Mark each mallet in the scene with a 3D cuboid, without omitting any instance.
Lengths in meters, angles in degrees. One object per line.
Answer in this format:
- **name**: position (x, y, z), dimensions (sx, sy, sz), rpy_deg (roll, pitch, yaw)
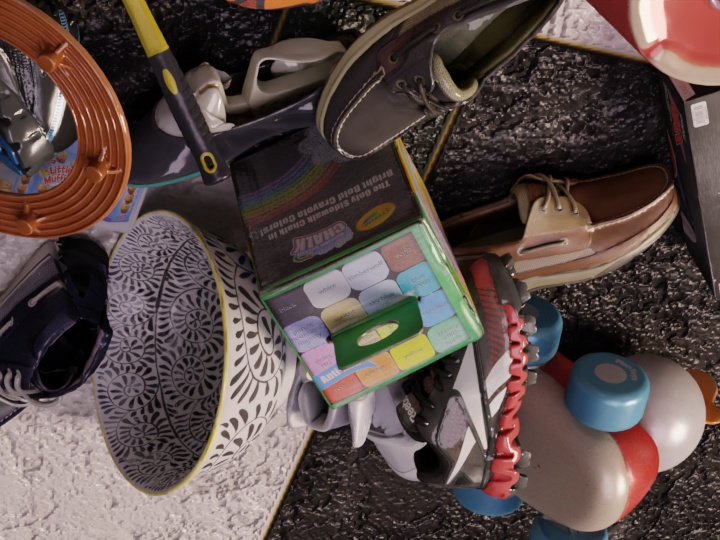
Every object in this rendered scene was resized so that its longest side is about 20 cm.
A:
- **mallet**: position (-0.124, -0.151, 1.204), dimensions (0.066, 0.041, 0.200), rpy_deg (-30, 106, 9)

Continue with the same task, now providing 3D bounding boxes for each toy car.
- **toy car**: position (0.196, 0.111, 1.496), dimensions (0.200, 0.177, 0.185), rpy_deg (-19, 132, -37)

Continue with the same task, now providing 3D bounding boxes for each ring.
- **ring**: position (-0.238, -0.097, 1.183), dimensions (0.200, 0.019, 0.201), rpy_deg (14, 134, 16)

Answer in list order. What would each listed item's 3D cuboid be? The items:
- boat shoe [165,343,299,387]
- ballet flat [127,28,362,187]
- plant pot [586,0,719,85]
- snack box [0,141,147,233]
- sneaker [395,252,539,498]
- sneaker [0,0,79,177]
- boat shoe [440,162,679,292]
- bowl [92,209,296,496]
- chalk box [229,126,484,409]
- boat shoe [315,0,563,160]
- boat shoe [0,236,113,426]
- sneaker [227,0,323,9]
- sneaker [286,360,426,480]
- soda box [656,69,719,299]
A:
- **boat shoe**: position (-0.107, 0.086, 1.428), dimensions (0.199, 0.066, 0.075), rpy_deg (-24, 129, 6)
- **ballet flat**: position (-0.079, -0.117, 1.267), dimensions (0.200, 0.073, 0.073), rpy_deg (-18, 131, -8)
- **plant pot**: position (0.210, -0.222, 1.184), dimensions (0.200, 0.177, 0.201), rpy_deg (-7, 130, -8)
- **snack box**: position (-0.243, -0.077, 1.287), dimensions (0.200, 0.024, 0.072), rpy_deg (11, 123, -22)
- **sneaker**: position (0.076, 0.081, 1.374), dimensions (0.098, 0.071, 0.201), rpy_deg (-2, 118, -8)
- **sneaker**: position (-0.231, -0.161, 1.206), dimensions (0.082, 0.073, 0.200), rpy_deg (-36, 130, -22)
- **boat shoe**: position (0.136, -0.032, 1.389), dimensions (0.200, 0.076, 0.074), rpy_deg (-24, 127, 5)
- **bowl**: position (-0.106, 0.058, 1.334), dimensions (0.094, 0.201, 0.201), rpy_deg (2, 129, -33)
- **chalk box**: position (0.000, 0.000, 1.296), dimensions (0.124, 0.200, 0.124), rpy_deg (-24, 130, 6)
- **boat shoe**: position (0.050, -0.136, 1.212), dimensions (0.201, 0.066, 0.072), rpy_deg (-42, 135, 22)
- **boat shoe**: position (-0.248, 0.072, 1.363), dimensions (0.075, 0.093, 0.200), rpy_deg (22, 120, -29)
- **sneaker**: position (-0.028, -0.245, 1.183), dimensions (0.200, 0.078, 0.112), rpy_deg (-37, 138, 18)
- **sneaker**: position (0.003, 0.107, 1.434), dimensions (0.075, 0.115, 0.200), rpy_deg (14, 135, 32)
- **soda box**: position (0.269, -0.077, 1.386), dimensions (0.063, 0.071, 0.200), rpy_deg (-18, 131, -1)
